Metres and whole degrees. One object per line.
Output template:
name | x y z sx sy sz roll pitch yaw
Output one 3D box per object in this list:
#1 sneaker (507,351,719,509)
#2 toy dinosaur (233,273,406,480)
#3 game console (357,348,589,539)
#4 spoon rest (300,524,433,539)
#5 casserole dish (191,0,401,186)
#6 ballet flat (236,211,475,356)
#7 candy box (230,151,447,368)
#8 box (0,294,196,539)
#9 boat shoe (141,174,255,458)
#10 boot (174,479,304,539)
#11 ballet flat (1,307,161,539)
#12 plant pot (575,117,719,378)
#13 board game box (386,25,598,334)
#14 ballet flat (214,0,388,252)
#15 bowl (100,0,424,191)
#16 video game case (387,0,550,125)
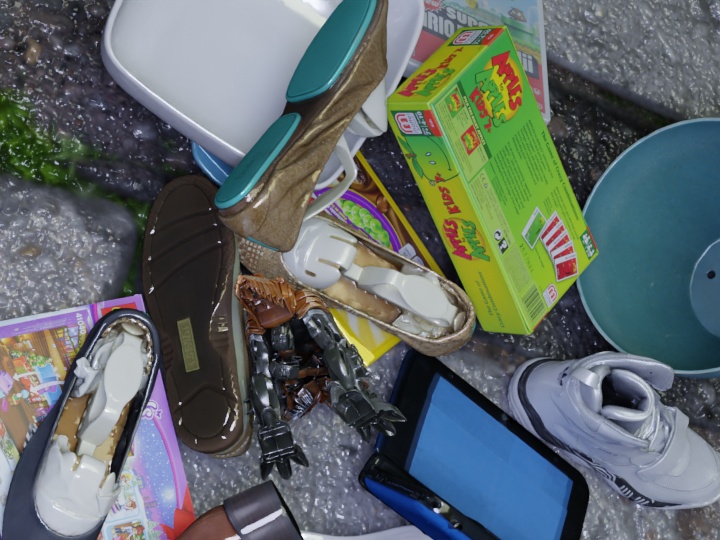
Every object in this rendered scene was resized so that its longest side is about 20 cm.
sneaker | 0.217 0.124 1.380 0.199 0.115 0.076 29 71 -15
toy dinosaur | -0.047 0.061 1.244 0.199 0.102 0.136 25 39 -47
game console | 0.110 0.161 1.297 0.200 0.170 0.119 38 79 -21
spoon rest | 0.002 0.219 1.287 0.199 0.061 0.100 18 70 -19
casserole dish | -0.044 -0.138 1.345 0.121 0.039 0.200 46 62 -5
ballet flat | 0.000 0.000 1.311 0.199 0.065 0.071 23 74 -14
candy box | -0.020 -0.033 1.362 0.102 0.026 0.201 -36 92 -25
box | -0.193 0.127 1.231 0.136 0.039 0.202 -10 81 -27
boat shoe | -0.109 0.035 1.282 0.071 0.076 0.202 -9 74 16
boot | -0.108 0.252 1.192 0.199 0.069 0.189 -29 129 -2
ballet flat | -0.178 0.112 1.181 0.073 0.073 0.201 27 67 -17
plant pot | 0.284 -0.003 1.425 0.135 0.199 0.202 29 59 -58
board game box | 0.097 -0.064 1.312 0.102 0.047 0.201 -46 123 -34
ballet flat | -0.023 -0.094 1.207 0.072 0.068 0.201 43 62 -28
bowl | -0.074 -0.164 1.278 0.199 0.075 0.201 33 66 -10
video game case | 0.081 -0.206 1.416 0.142 0.017 0.201 20 45 -20
